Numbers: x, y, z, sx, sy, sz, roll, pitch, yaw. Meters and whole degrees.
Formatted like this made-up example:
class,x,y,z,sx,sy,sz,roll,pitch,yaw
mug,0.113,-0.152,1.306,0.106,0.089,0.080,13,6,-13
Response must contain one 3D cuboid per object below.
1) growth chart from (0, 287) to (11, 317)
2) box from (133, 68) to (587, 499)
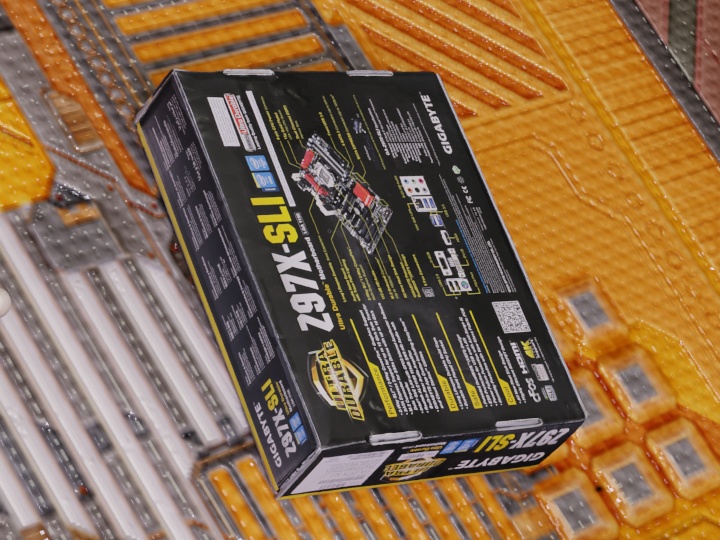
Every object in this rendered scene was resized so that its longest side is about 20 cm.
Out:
class,x,y,z,sx,sy,sz,roll,pitch,yaw
growth chart,-0.244,-0.014,0.994,0.199,0.018,0.145,-14,68,-43
box,0.000,0.000,1.147,0.159,0.049,0.201,-5,61,-37
